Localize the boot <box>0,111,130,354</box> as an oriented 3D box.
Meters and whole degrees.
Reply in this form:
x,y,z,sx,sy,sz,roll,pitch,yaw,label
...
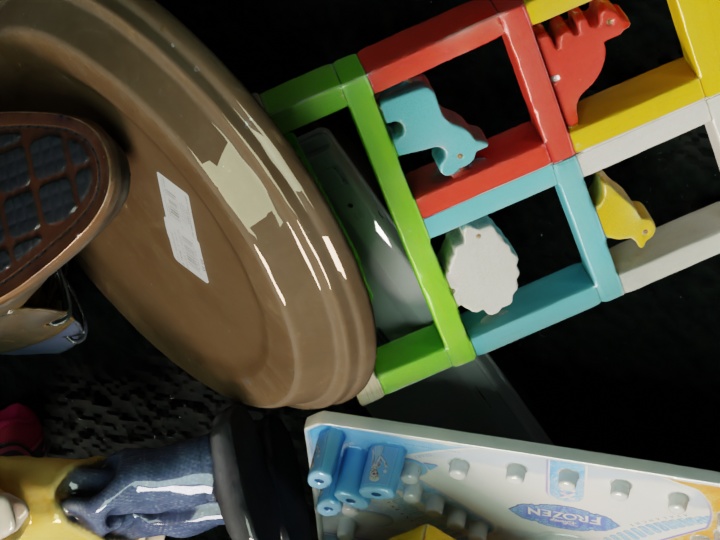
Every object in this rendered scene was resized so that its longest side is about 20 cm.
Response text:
x,y,z,sx,sy,sz,roll,pitch,yaw,label
-0.130,-0.011,1.015,0.199,0.097,0.075,-22,75,41,boot

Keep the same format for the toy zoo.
x,y,z,sx,sy,sz,roll,pitch,yaw,label
0.069,-0.043,0.979,0.199,0.020,0.132,-24,123,0,toy zoo

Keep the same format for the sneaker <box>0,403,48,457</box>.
x,y,z,sx,sy,sz,roll,pitch,yaw,label
-0.226,0.071,1.131,0.198,0.081,0.075,13,108,-3,sneaker

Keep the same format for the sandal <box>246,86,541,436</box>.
x,y,z,sx,sy,sz,roll,pitch,yaw,label
-0.001,0.001,1.052,0.075,0.048,0.201,-23,125,23,sandal

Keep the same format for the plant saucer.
x,y,z,sx,sy,sz,roll,pitch,yaw,label
-0.072,-0.026,0.987,0.200,0.029,0.201,40,155,23,plant saucer

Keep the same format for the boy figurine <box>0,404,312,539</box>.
x,y,z,sx,sy,sz,roll,pitch,yaw,label
-0.125,0.101,1.047,0.199,0.124,0.065,-16,77,14,boy figurine

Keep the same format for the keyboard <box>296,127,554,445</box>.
x,y,z,sx,sy,sz,roll,pitch,yaw,label
0.014,0.027,1.036,0.056,0.011,0.200,-19,126,26,keyboard

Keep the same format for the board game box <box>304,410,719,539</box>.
x,y,z,sx,sy,sz,roll,pitch,yaw,label
0.079,0.129,1.064,0.198,0.026,0.201,8,148,8,board game box

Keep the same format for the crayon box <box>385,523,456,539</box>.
x,y,z,sx,sy,sz,roll,pitch,yaw,label
0.034,0.163,1.060,0.199,0.052,0.125,31,145,-27,crayon box
